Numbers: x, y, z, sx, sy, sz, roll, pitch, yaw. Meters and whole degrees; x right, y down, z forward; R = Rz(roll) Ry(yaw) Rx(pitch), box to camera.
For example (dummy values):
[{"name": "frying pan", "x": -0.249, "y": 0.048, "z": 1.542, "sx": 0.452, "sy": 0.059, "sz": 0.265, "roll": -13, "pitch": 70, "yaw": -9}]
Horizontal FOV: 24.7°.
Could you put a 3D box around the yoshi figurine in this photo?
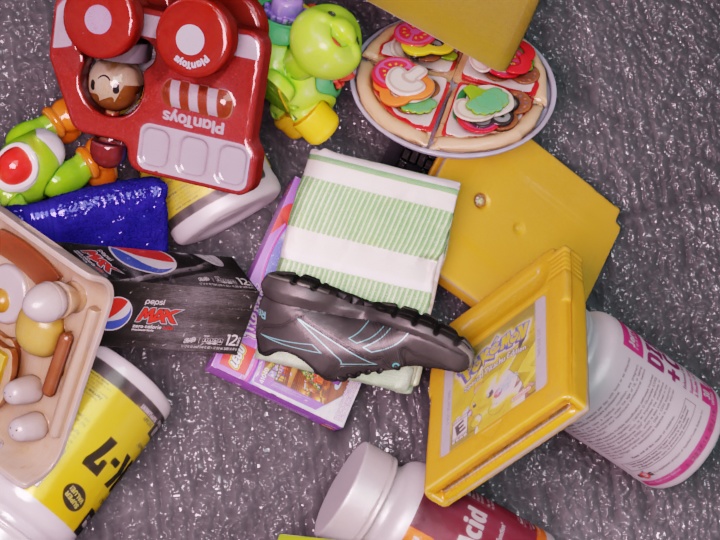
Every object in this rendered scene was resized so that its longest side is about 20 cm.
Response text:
[{"name": "yoshi figurine", "x": -0.321, "y": -0.065, "z": 1.474, "sx": 0.200, "sy": 0.112, "sz": 0.112, "roll": -36, "pitch": 123, "yaw": -29}]

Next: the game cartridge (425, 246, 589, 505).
[{"name": "game cartridge", "x": 0.126, "y": 0.087, "z": 1.448, "sx": 0.032, "sy": 0.176, "sz": 0.200, "roll": 34, "pitch": 35, "yaw": -24}]

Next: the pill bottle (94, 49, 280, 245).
[{"name": "pill bottle", "x": -0.165, "y": -0.134, "z": 1.504, "sx": 0.111, "sy": 0.111, "sz": 0.200, "roll": -27, "pitch": 86, "yaw": -18}]

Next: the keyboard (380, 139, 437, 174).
[{"name": "keyboard", "x": 0.095, "y": -0.118, "z": 1.616, "sx": 0.127, "sy": 0.021, "sz": 0.201, "roll": 26, "pitch": 75, "yaw": -8}]

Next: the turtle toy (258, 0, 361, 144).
[{"name": "turtle toy", "x": -0.059, "y": -0.197, "z": 1.501, "sx": 0.146, "sy": 0.200, "sz": 0.101, "roll": 45, "pitch": 83, "yaw": -19}]

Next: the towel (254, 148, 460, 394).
[{"name": "towel", "x": 0.000, "y": 0.000, "z": 1.502, "sx": 0.152, "sy": 0.023, "sz": 0.201, "roll": 14, "pitch": 88, "yaw": -4}]

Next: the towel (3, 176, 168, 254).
[{"name": "towel", "x": -0.260, "y": 0.000, "z": 1.441, "sx": 0.199, "sy": 0.148, "sz": 0.050, "roll": -15, "pitch": 44, "yaw": -20}]

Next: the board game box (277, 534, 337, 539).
[{"name": "board game box", "x": 0.025, "y": 0.290, "z": 1.431, "sx": 0.199, "sy": 0.102, "sz": 0.048, "roll": 4, "pitch": 38, "yaw": 14}]

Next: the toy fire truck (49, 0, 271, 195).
[{"name": "toy fire truck", "x": -0.172, "y": -0.160, "z": 1.402, "sx": 0.199, "sy": 0.112, "sz": 0.169, "roll": 12, "pitch": 105, "yaw": 11}]

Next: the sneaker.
[{"name": "sneaker", "x": 0.002, "y": 0.062, "z": 1.461, "sx": 0.199, "sy": 0.075, "sz": 0.080, "roll": 17, "pitch": 97, "yaw": 6}]

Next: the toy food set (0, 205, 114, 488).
[{"name": "toy food set", "x": -0.289, "y": 0.056, "z": 1.333, "sx": 0.143, "sy": 0.060, "sz": 0.201, "roll": 32, "pitch": 112, "yaw": 26}]

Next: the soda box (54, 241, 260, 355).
[{"name": "soda box", "x": -0.192, "y": 0.024, "z": 1.425, "sx": 0.199, "sy": 0.063, "sz": 0.071, "roll": 5, "pitch": 117, "yaw": -35}]

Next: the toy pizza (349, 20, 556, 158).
[{"name": "toy pizza", "x": 0.089, "y": -0.185, "z": 1.572, "sx": 0.199, "sy": 0.032, "sz": 0.201, "roll": 3, "pitch": 49, "yaw": -3}]

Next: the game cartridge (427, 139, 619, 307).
[{"name": "game cartridge", "x": 0.145, "y": -0.038, "z": 1.587, "sx": 0.200, "sy": 0.032, "sz": 0.177, "roll": 37, "pitch": 68, "yaw": -18}]

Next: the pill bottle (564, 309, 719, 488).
[{"name": "pill bottle", "x": 0.231, "y": 0.109, "z": 1.533, "sx": 0.200, "sy": 0.113, "sz": 0.114, "roll": 34, "pitch": 72, "yaw": -23}]

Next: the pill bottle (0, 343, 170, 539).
[{"name": "pill bottle", "x": -0.265, "y": 0.164, "z": 1.419, "sx": 0.114, "sy": 0.114, "sz": 0.200, "roll": 38, "pitch": 73, "yaw": -5}]

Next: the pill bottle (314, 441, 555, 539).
[{"name": "pill bottle", "x": 0.067, "y": 0.243, "z": 1.488, "sx": 0.200, "sy": 0.114, "sz": 0.114, "roll": 29, "pitch": 74, "yaw": -7}]

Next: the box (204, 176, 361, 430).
[{"name": "box", "x": -0.043, "y": 0.031, "z": 1.541, "sx": 0.136, "sy": 0.039, "sz": 0.201, "roll": 26, "pitch": 74, "yaw": -9}]

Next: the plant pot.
[{"name": "plant pot", "x": 0.108, "y": -0.347, "z": 1.545, "sx": 0.199, "sy": 0.177, "sz": 0.200, "roll": 27, "pitch": 46, "yaw": -7}]
